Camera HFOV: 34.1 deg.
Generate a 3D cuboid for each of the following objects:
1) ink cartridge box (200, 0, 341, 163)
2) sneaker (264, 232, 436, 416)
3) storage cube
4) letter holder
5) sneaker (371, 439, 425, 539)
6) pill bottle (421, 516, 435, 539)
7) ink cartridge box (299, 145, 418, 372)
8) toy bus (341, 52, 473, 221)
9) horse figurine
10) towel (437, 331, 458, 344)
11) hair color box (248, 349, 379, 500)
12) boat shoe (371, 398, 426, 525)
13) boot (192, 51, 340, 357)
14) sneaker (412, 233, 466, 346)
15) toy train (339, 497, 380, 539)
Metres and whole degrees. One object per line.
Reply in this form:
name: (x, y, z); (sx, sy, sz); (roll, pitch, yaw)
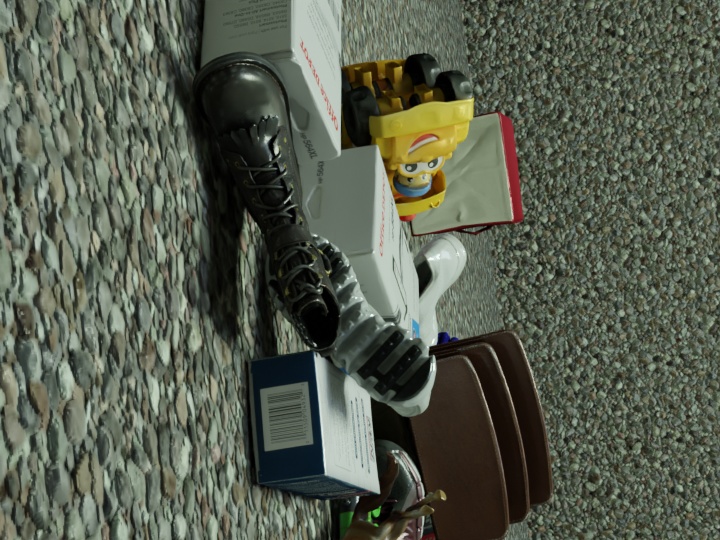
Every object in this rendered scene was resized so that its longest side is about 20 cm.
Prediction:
ink cartridge box: (-0.071, -0.211, 0.995); (0.147, 0.083, 0.203); (63, 23, -57)
sneaker: (-0.011, 0.049, 0.998); (0.200, 0.075, 0.081); (48, -7, 25)
storage cube: (0.167, -0.157, 1.913); (0.180, 0.168, 0.204); (-16, 99, -77)
letter holder: (0.131, 0.180, 1.268); (0.101, 0.140, 0.204); (-45, 122, -81)
sneaker: (0.026, 0.284, 1.194); (0.116, 0.074, 0.204); (-47, 130, -71)
pill bottle: (0.112, 0.356, 1.448); (0.202, 0.117, 0.121); (-84, 162, -50)
ink cartridge box: (0.000, 0.000, 1.173); (0.202, 0.083, 0.148); (70, 16, -47)
toy bus: (0.037, -0.122, 1.263); (0.200, 0.133, 0.195); (-135, -142, -62)
horse figurine: (0.020, 0.268, 1.060); (0.050, 0.131, 0.202); (44, 27, -36)
towel: (0.149, 0.217, 1.888); (0.148, 0.049, 0.203); (-77, 157, -61)
hair color box: (-0.036, 0.139, 1.005); (0.200, 0.059, 0.102); (48, 35, -70)
boat shoe: (0.036, 0.198, 1.291); (0.065, 0.072, 0.203); (-63, 144, -61)
boot: (-0.058, -0.046, 0.883); (0.201, 0.068, 0.176); (69, 0, -55)
sneaker: (0.058, 0.050, 1.419); (0.088, 0.075, 0.203); (-26, 140, -55)
toy train: (-0.002, 0.305, 1.125); (0.056, 0.041, 0.204); (40, 43, -58)
